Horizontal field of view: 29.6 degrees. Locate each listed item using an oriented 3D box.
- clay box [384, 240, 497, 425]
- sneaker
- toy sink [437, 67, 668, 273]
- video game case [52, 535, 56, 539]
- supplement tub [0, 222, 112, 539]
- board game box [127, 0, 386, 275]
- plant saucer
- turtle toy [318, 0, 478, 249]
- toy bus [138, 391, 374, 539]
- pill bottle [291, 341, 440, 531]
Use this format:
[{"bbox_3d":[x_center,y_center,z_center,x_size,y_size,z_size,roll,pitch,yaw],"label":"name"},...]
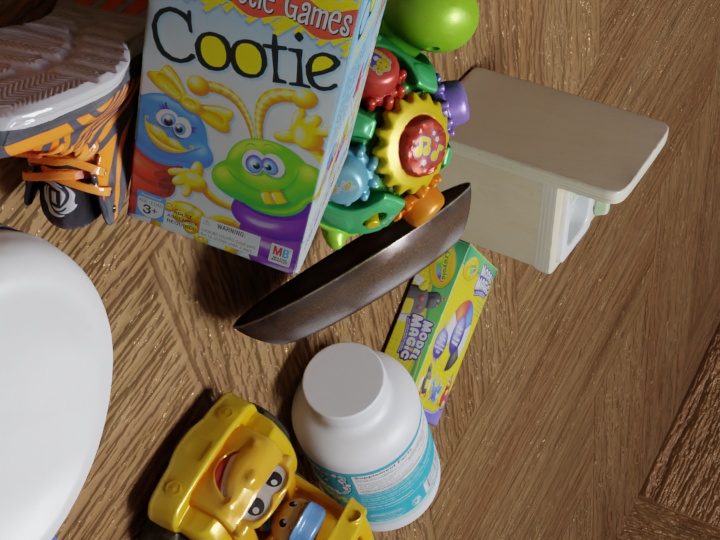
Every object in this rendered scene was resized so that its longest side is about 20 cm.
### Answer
[{"bbox_3d":[0.079,0.047,1.351,0.201,0.047,0.115,-67,158,-4],"label":"clay box"},{"bbox_3d":[-0.148,-0.064,0.679,0.200,0.077,0.113,-56,159,-64],"label":"sneaker"},{"bbox_3d":[0.160,-0.084,1.233,0.130,0.199,0.113,-48,148,-43],"label":"toy sink"},{"bbox_3d":[-0.237,0.136,0.717,0.181,0.045,0.201,-44,146,-48],"label":"video game case"},{"bbox_3d":[-0.207,0.029,0.498,0.146,0.199,0.146,-48,149,-41],"label":"supplement tub"},{"bbox_3d":[-0.049,-0.113,0.700,0.201,0.102,0.105,107,3,-48],"label":"board game box"},{"bbox_3d":[0.000,0.000,0.983,0.032,0.199,0.200,59,39,-7],"label":"plant saucer"},{"bbox_3d":[0.014,-0.109,0.867,0.145,0.101,0.202,12,95,-47],"label":"turtle toy"},{"bbox_3d":[-0.048,0.211,1.019,0.136,0.191,0.201,-54,151,-30],"label":"toy bus"},{"bbox_3d":[0.004,0.140,1.178,0.111,0.110,0.201,-59,154,-24],"label":"pill bottle"}]
